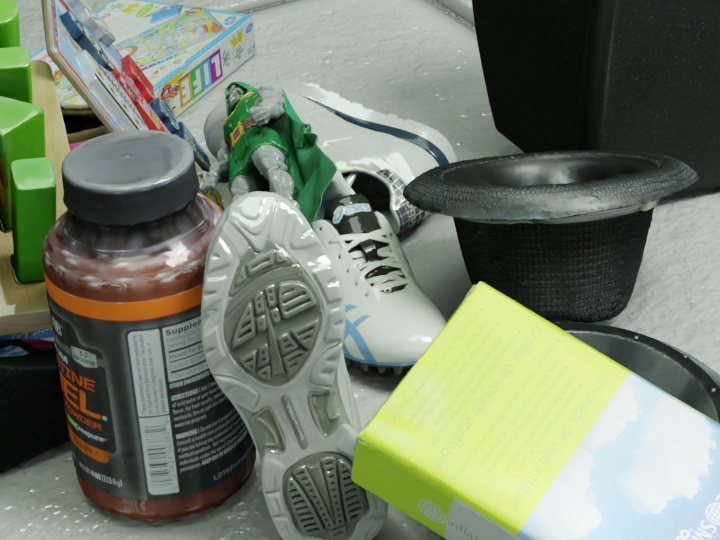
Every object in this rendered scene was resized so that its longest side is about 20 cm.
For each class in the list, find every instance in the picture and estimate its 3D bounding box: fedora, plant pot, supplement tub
[{"bbox_3d":[0.118,-0.019,1.231,0.198,0.093,0.201,-2,9,0],"label":"fedora"},{"bbox_3d":[0.188,-0.159,1.382,0.198,0.179,0.200,-5,27,-25],"label":"plant pot"},{"bbox_3d":[-0.116,0.028,1.092,0.106,0.202,0.107,-3,29,2],"label":"supplement tub"}]

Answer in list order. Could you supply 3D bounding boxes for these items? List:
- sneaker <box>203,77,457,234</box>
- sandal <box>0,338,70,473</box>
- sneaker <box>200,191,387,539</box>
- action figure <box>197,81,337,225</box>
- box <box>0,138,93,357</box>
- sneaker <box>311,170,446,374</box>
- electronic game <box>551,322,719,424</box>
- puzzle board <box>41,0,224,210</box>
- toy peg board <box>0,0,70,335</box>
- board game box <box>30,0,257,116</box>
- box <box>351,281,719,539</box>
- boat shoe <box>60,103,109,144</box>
[{"bbox_3d":[-0.034,-0.076,1.394,0.199,0.077,0.081,13,43,29],"label":"sneaker"},{"bbox_3d":[-0.192,0.071,1.161,0.199,0.076,0.045,-12,30,-29],"label":"sandal"},{"bbox_3d":[-0.042,0.048,1.066,0.077,0.202,0.099,-13,21,-4],"label":"sneaker"},{"bbox_3d":[-0.069,-0.072,1.320,0.054,0.118,0.201,31,21,-24],"label":"action figure"},{"bbox_3d":[-0.214,0.001,1.228,0.198,0.100,0.096,-16,54,-21],"label":"box"},{"bbox_3d":[0.000,0.000,1.255,0.071,0.073,0.200,-13,33,-19],"label":"sneaker"},{"bbox_3d":[0.123,0.095,1.106,0.198,0.042,0.201,1,38,0],"label":"electronic game"},{"bbox_3d":[-0.147,-0.104,1.341,0.017,0.200,0.151,-33,30,8],"label":"puzzle board"},{"bbox_3d":[-0.261,-0.064,1.147,0.197,0.098,0.201,-8,51,-14],"label":"toy peg board"},{"bbox_3d":[-0.188,-0.158,1.583,0.133,0.035,0.200,12,34,25],"label":"board game box"},{"bbox_3d":[0.110,0.104,1.015,0.199,0.048,0.122,31,57,15],"label":"box"},{"bbox_3d":[-0.237,-0.100,1.456,0.198,0.067,0.074,3,31,13],"label":"boat shoe"}]
